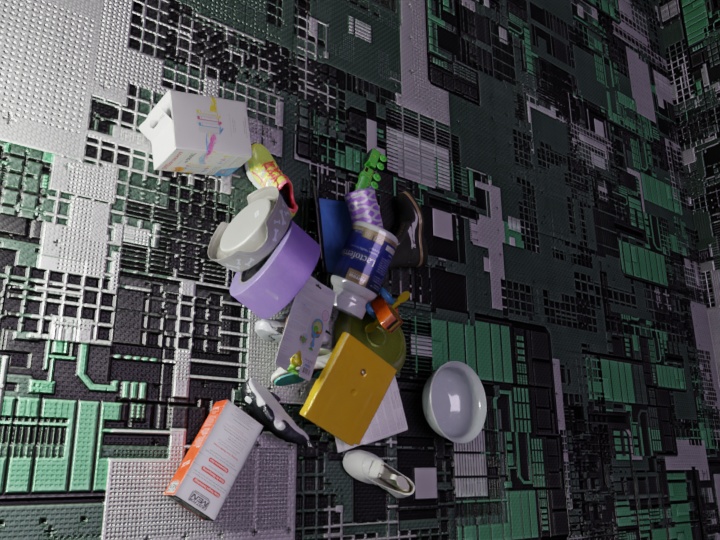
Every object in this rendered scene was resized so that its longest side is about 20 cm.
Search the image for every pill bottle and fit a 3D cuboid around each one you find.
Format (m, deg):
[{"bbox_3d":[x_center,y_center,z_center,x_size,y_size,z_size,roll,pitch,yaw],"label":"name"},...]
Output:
[{"bbox_3d":[0.000,0.000,1.488,0.115,0.115,0.203,26,82,-29],"label":"pill bottle"}]

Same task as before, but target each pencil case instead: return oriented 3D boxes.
[{"bbox_3d":[0.012,-0.103,1.596,0.083,0.085,0.204,-12,91,-44],"label":"pencil case"}]

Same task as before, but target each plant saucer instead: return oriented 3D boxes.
[{"bbox_3d":[0.033,0.161,1.563,0.197,0.031,0.203,17,53,-24],"label":"plant saucer"}]

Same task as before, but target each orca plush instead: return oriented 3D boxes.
[{"bbox_3d":[-0.189,0.317,1.374,0.200,0.071,0.106,46,9,-29],"label":"orca plush"}]

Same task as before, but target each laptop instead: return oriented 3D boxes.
[{"bbox_3d":[-0.051,-0.098,1.559,0.114,0.200,0.191,-6,78,-5],"label":"laptop"}]

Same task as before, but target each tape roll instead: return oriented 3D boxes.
[{"bbox_3d":[-0.179,-0.004,1.370,0.085,0.199,0.202,40,56,-22],"label":"tape roll"}]

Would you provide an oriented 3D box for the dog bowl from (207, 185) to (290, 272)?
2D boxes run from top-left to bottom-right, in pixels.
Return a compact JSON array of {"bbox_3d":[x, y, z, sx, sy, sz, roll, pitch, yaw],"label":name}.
[{"bbox_3d":[-0.227,-0.083,1.362,0.059,0.198,0.202,45,53,-31],"label":"dog bowl"}]

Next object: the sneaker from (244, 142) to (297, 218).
[{"bbox_3d":[-0.194,-0.204,1.490,0.078,0.090,0.202,-27,92,-38],"label":"sneaker"}]

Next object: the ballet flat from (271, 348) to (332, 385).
[{"bbox_3d":[-0.115,0.209,1.441,0.197,0.069,0.071,-3,78,-35],"label":"ballet flat"}]

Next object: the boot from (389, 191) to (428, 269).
[{"bbox_3d":[0.097,-0.103,1.705,0.137,0.077,0.203,-10,82,-35],"label":"boot"}]

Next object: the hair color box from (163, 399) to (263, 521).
[{"bbox_3d":[-0.281,0.366,1.269,0.101,0.061,0.202,42,54,-21],"label":"hair color box"}]

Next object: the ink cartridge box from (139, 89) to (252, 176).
[{"bbox_3d":[-0.347,-0.283,1.367,0.198,0.128,0.127,-2,78,-38],"label":"ink cartridge box"}]

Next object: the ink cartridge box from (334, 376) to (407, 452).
[{"bbox_3d":[0.006,0.320,1.529,0.197,0.050,0.164,-10,83,-30],"label":"ink cartridge box"}]

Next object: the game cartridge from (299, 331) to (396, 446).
[{"bbox_3d":[-0.024,0.265,1.442,0.176,0.032,0.202,40,72,-32],"label":"game cartridge"}]

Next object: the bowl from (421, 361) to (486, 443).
[{"bbox_3d":[0.221,0.337,1.658,0.199,0.090,0.205,13,68,-36],"label":"bowl"}]

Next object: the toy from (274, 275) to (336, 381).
[{"bbox_3d":[-0.125,0.118,1.376,0.115,0.047,0.203,36,60,-45],"label":"toy"}]

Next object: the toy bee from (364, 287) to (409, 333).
[{"bbox_3d":[0.064,0.084,1.543,0.109,0.130,0.202,42,30,-35],"label":"toy bee"}]

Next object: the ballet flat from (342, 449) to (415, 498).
[{"bbox_3d":[0.049,0.465,1.500,0.199,0.069,0.070,36,57,-25],"label":"ballet flat"}]

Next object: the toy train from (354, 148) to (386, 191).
[{"bbox_3d":[0.020,-0.236,1.694,0.056,0.042,0.202,30,54,-17],"label":"toy train"}]

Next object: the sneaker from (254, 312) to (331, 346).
[{"bbox_3d":[-0.147,0.102,1.449,0.198,0.075,0.117,15,67,-40],"label":"sneaker"}]
